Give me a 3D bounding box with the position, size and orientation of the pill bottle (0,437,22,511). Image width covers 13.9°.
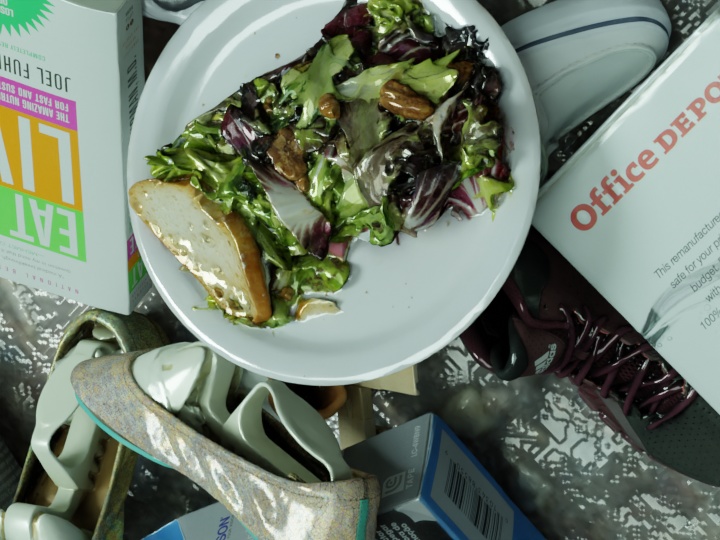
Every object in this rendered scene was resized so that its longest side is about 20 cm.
[{"bbox_3d":[-0.240,0.112,1.559,0.111,0.111,0.200,-29,96,28],"label":"pill bottle"}]

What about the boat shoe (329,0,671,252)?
[{"bbox_3d":[0.060,-0.058,1.369,0.200,0.074,0.067,-28,57,12],"label":"boat shoe"}]

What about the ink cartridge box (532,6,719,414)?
[{"bbox_3d":[0.198,-0.014,1.347,0.200,0.083,0.147,46,119,1],"label":"ink cartridge box"}]

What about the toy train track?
[{"bbox_3d":[0.000,0.000,1.461,0.115,0.032,0.201,8,108,54],"label":"toy train track"}]

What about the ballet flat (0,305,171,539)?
[{"bbox_3d":[-0.150,0.111,1.493,0.070,0.071,0.201,13,77,18],"label":"ballet flat"}]

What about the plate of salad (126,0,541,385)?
[{"bbox_3d":[-0.017,-0.049,1.329,0.199,0.048,0.201,-2,83,19],"label":"plate of salad"}]

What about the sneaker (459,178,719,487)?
[{"bbox_3d":[0.107,0.046,1.388,0.200,0.116,0.076,42,119,4],"label":"sneaker"}]

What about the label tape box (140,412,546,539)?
[{"bbox_3d":[-0.007,0.168,1.479,0.200,0.066,0.143,-25,124,26],"label":"label tape box"}]

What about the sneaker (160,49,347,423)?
[{"bbox_3d":[-0.043,-0.020,1.433,0.085,0.073,0.201,9,119,50],"label":"sneaker"}]

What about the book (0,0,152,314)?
[{"bbox_3d":[-0.166,-0.078,1.448,0.133,0.048,0.200,20,138,18],"label":"book"}]

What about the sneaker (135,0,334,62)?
[{"bbox_3d":[-0.027,-0.158,1.393,0.199,0.075,0.114,18,103,3],"label":"sneaker"}]

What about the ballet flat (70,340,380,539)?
[{"bbox_3d":[-0.060,0.073,1.410,0.200,0.068,0.067,33,120,32],"label":"ballet flat"}]
